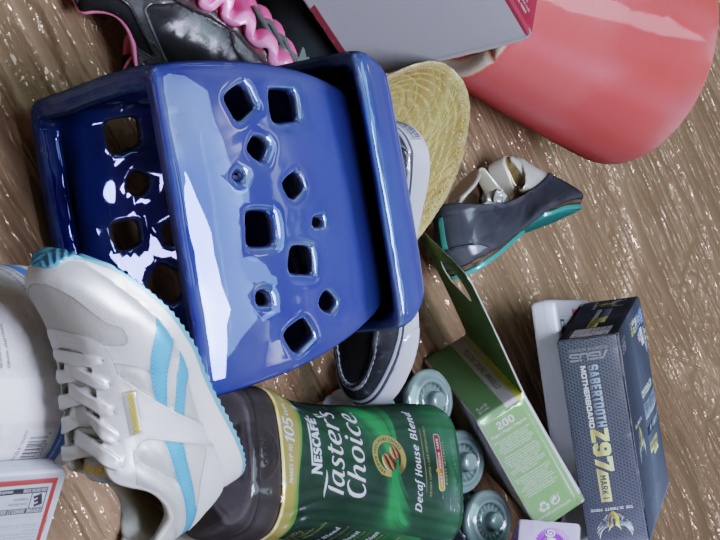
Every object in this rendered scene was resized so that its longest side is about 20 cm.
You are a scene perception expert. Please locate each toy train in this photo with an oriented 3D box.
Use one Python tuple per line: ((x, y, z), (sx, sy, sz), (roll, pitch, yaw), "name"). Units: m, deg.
((0.032, 0.158, 1.729), (0.114, 0.085, 0.201), (-41, 113, -36), "toy train")

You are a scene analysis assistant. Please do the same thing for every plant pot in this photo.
((-0.077, -0.034, 1.503), (0.179, 0.200, 0.202), (-13, 94, -29), "plant pot")
((0.149, -0.199, 1.872), (0.176, 0.200, 0.202), (13, 72, -37), "plant pot")

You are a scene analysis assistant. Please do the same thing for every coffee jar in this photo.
((-0.029, 0.133, 1.583), (0.199, 0.085, 0.105), (8, 69, -39), "coffee jar")

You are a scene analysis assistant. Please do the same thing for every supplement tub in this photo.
((-0.259, 0.061, 1.359), (0.199, 0.131, 0.133), (2, 80, -50), "supplement tub")

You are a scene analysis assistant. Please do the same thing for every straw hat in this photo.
((-0.018, -0.076, 1.701), (0.201, 0.085, 0.202), (-36, 144, -32), "straw hat")

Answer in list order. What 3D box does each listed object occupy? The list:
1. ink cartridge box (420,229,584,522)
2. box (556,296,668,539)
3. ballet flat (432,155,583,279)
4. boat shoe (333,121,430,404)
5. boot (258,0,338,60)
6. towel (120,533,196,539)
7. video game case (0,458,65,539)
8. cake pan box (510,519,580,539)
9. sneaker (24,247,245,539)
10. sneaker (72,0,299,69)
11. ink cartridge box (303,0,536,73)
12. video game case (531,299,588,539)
((0.084, 0.077, 1.761), (0.048, 0.146, 0.201), (-31, 112, -4), "ink cartridge box")
((0.195, 0.112, 1.836), (0.200, 0.051, 0.159), (-30, 112, -76), "box")
((0.113, -0.052, 1.871), (0.200, 0.073, 0.074), (-28, 104, -55), "ballet flat")
((0.000, 0.000, 1.628), (0.067, 0.071, 0.202), (-12, 117, -45), "boat shoe")
((-0.060, -0.209, 1.701), (0.198, 0.073, 0.164), (3, 80, -54), "boot")
((-0.104, 0.194, 1.593), (0.132, 0.034, 0.201), (41, 52, -39), "towel")
((-0.249, 0.201, 1.348), (0.142, 0.017, 0.202), (1, 113, -48), "video game case")
((0.120, 0.297, 1.724), (0.052, 0.185, 0.202), (7, 63, -4), "cake pan box")
((-0.135, 0.072, 1.352), (0.081, 0.076, 0.201), (-50, 128, -29), "sneaker")
((-0.114, -0.155, 1.613), (0.200, 0.095, 0.079), (41, 12, -27), "sneaker")
((0.042, -0.266, 1.680), (0.146, 0.144, 0.201), (53, 37, -39), "ink cartridge box")
((0.170, 0.123, 1.885), (0.182, 0.023, 0.202), (4, 78, -76), "video game case")
